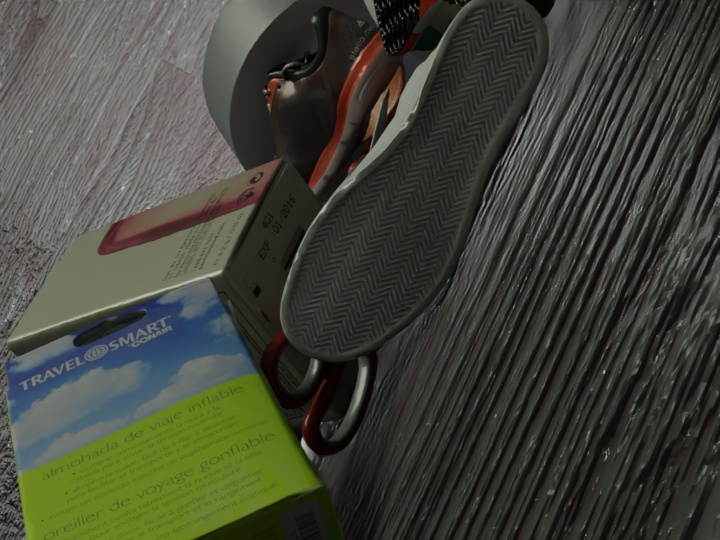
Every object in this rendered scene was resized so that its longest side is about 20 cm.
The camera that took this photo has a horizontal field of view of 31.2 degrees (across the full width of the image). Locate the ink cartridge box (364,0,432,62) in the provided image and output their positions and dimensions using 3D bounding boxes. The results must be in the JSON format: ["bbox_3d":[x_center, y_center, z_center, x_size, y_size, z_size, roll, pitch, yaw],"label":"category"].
[{"bbox_3d":[0.023,-0.214,0.864,0.048,0.198,0.160,-61,3,-16],"label":"ink cartridge box"}]

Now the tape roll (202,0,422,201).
[{"bbox_3d":[-0.024,-0.156,1.032,0.202,0.198,0.066,-61,42,25],"label":"tape roll"}]

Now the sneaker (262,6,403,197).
[{"bbox_3d":[-0.037,-0.119,0.971,0.201,0.081,0.077,-58,-3,41],"label":"sneaker"}]

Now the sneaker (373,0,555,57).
[{"bbox_3d":[0.077,-0.172,0.714,0.199,0.092,0.072,160,99,-69],"label":"sneaker"}]

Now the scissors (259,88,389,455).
[{"bbox_3d":[0.000,0.000,0.702,0.014,0.073,0.202,-10,49,47],"label":"scissors"}]

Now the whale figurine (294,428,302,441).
[{"bbox_3d":[-0.091,0.084,0.960,0.159,0.102,0.203,127,158,-66],"label":"whale figurine"}]

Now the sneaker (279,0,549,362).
[{"bbox_3d":[0.031,-0.044,0.676,0.201,0.073,0.116,-56,1,5],"label":"sneaker"}]

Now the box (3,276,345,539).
[{"bbox_3d":[-0.093,0.082,0.584,0.120,0.048,0.200,-22,29,-9],"label":"box"}]

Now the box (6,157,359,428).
[{"bbox_3d":[-0.103,0.032,0.828,0.198,0.128,0.110,-16,35,35],"label":"box"}]

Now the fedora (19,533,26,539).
[{"bbox_3d":[-0.121,0.159,0.639,0.199,0.091,0.178,-24,23,44],"label":"fedora"}]

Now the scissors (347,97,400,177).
[{"bbox_3d":[0.004,-0.085,0.953,0.073,0.014,0.200,-55,-2,35],"label":"scissors"}]

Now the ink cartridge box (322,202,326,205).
[{"bbox_3d":[-0.028,-0.064,1.146,0.202,0.115,0.067,-65,4,-22],"label":"ink cartridge box"}]
